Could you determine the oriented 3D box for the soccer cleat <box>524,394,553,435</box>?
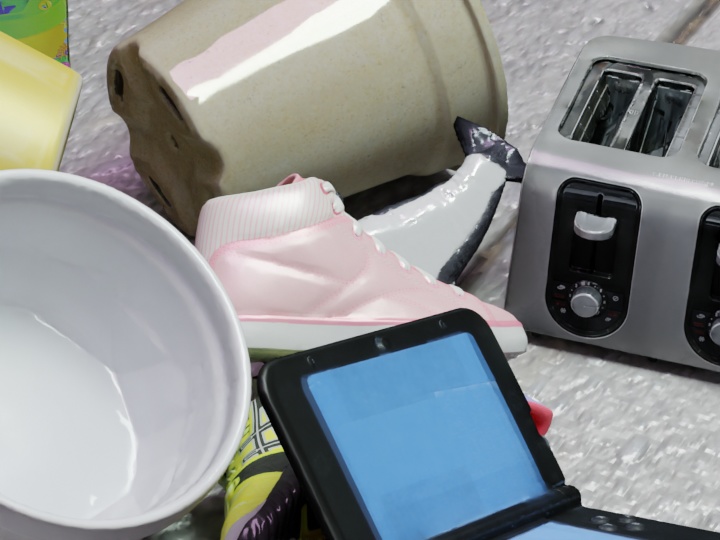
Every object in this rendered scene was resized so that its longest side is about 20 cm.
[{"bbox_3d":[0.050,0.118,1.344,0.076,0.067,0.200,17,35,2],"label":"soccer cleat"}]

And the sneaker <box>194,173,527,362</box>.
[{"bbox_3d":[0.000,0.000,1.423,0.200,0.075,0.105,4,76,-24],"label":"sneaker"}]

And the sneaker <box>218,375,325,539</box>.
[{"bbox_3d":[-0.044,0.112,1.346,0.076,0.076,0.200,4,23,14],"label":"sneaker"}]

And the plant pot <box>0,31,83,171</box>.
[{"bbox_3d":[-0.257,-0.070,1.420,0.189,0.201,0.201,17,34,-6],"label":"plant pot"}]

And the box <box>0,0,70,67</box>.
[{"bbox_3d":[-0.274,-0.250,1.734,0.122,0.200,0.193,-10,35,-18],"label":"box"}]

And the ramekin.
[{"bbox_3d":[-0.164,0.060,1.314,0.200,0.105,0.200,15,55,-23],"label":"ramekin"}]

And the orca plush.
[{"bbox_3d":[0.007,-0.008,1.509,0.105,0.071,0.200,38,68,-13],"label":"orca plush"}]

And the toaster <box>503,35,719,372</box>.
[{"bbox_3d":[0.196,-0.040,1.533,0.180,0.119,0.200,13,35,13],"label":"toaster"}]

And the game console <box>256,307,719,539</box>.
[{"bbox_3d":[0.073,0.097,1.254,0.176,0.117,0.200,8,13,34],"label":"game console"}]

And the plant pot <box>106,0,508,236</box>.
[{"bbox_3d":[-0.044,-0.113,1.582,0.183,0.201,0.200,-29,44,-21],"label":"plant pot"}]
